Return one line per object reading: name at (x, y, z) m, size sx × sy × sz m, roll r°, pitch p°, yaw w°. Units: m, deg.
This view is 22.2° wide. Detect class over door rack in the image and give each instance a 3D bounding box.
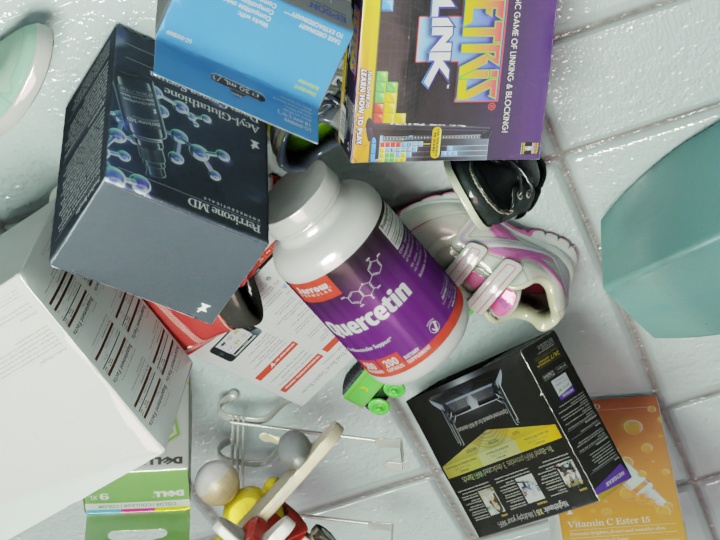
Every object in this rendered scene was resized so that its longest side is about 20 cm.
over door rack at (-0.048, 0.200, 1.881) m, size 0.198 × 0.067 × 0.148 m, roll 15°, pitch 134°, yaw 11°

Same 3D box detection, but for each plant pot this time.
plant pot at (0.322, -0.029, 1.652) m, size 0.199 × 0.142 × 0.141 m, roll -28°, pitch 130°, yaw 30°

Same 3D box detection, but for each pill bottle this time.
pill bottle at (0.000, 0.000, 1.611) m, size 0.112 × 0.113 × 0.200 m, roll -30°, pitch 120°, yaw 23°

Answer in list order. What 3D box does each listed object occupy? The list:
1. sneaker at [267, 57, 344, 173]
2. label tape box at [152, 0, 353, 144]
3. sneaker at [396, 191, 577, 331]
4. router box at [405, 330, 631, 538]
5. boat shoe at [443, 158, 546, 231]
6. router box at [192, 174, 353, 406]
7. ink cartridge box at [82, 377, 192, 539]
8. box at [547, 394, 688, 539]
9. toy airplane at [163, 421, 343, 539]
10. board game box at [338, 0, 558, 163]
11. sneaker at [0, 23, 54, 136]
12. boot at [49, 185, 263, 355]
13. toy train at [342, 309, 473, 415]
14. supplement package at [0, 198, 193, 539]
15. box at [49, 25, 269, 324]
sneaker at (-0.008, -0.154, 1.544) m, size 0.074 × 0.081 × 0.200 m, roll 26°, pitch 125°, yaw -26°
label tape box at (-0.080, -0.207, 1.406) m, size 0.143 × 0.201 × 0.063 m, roll 21°, pitch 129°, yaw -23°
sneaker at (0.117, -0.004, 1.692) m, size 0.199 × 0.089 × 0.082 m, roll 17°, pitch 131°, yaw -19°
router box at (0.149, 0.161, 1.771) m, size 0.200 × 0.052 × 0.158 m, roll -28°, pitch 89°, yaw 54°
boat shoe at (0.124, -0.079, 1.574) m, size 0.066 × 0.075 × 0.199 m, roll -28°, pitch 172°, yaw 14°
router box at (-0.070, 0.024, 1.734) m, size 0.179 × 0.049 × 0.200 m, roll 28°, pitch 126°, yaw -27°
ink cartridge box at (-0.215, 0.178, 1.766) m, size 0.103 × 0.201 × 0.060 m, roll -2°, pitch 130°, yaw -3°
box at (0.253, 0.236, 1.855) m, size 0.123 × 0.201 × 0.098 m, roll -5°, pitch 135°, yaw 0°
toy airplane at (-0.111, 0.241, 1.766) m, size 0.141 × 0.200 × 0.200 m, roll 45°, pitch 141°, yaw 13°
board game box at (0.071, -0.189, 1.478) m, size 0.164 × 0.057 × 0.202 m, roll -2°, pitch 115°, yaw -12°
sneaker at (-0.349, -0.156, 1.521) m, size 0.200 × 0.074 × 0.118 m, roll -34°, pitch 134°, yaw 29°
boot at (-0.175, -0.019, 1.641) m, size 0.144 × 0.073 × 0.201 m, roll -23°, pitch 114°, yaw 28°
toy train at (0.047, 0.068, 1.794) m, size 0.056 × 0.042 × 0.200 m, roll 27°, pitch 127°, yaw -14°
supplement package at (-0.286, 0.087, 1.597) m, size 0.190 × 0.147 × 0.200 m, roll -29°, pitch 112°, yaw 20°
box at (-0.164, -0.080, 1.523) m, size 0.148 × 0.201 × 0.107 m, roll 21°, pitch 130°, yaw -23°
